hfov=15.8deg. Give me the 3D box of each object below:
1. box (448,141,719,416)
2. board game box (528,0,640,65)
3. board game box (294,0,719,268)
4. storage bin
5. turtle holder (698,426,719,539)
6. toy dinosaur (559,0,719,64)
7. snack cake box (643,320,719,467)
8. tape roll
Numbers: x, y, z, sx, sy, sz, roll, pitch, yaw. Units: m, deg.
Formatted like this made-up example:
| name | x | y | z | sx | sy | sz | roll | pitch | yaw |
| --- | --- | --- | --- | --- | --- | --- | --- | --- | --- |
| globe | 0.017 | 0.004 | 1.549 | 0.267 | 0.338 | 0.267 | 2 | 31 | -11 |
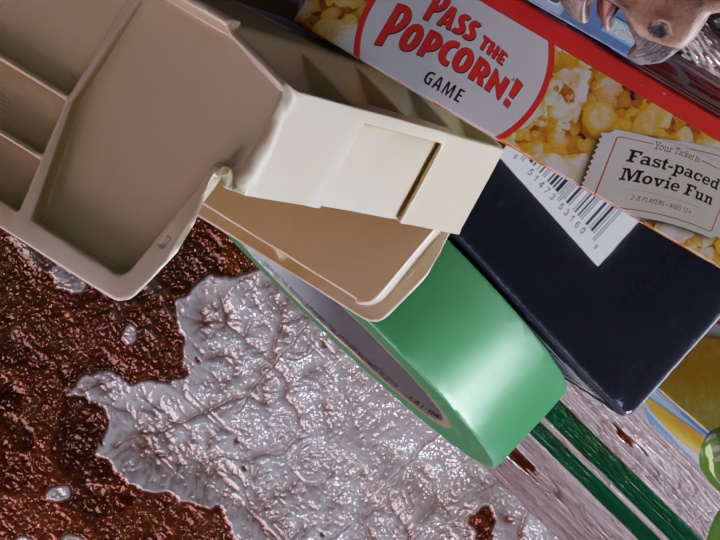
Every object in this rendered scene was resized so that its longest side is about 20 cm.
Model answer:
| name | x | y | z | sx | sy | sz | roll | pitch | yaw |
| --- | --- | --- | --- | --- | --- | --- | --- | --- | --- |
| box | 0.051 | -0.066 | 1.118 | 0.200 | 0.123 | 0.198 | 47 | 172 | -25 |
| board game box | 0.009 | -0.145 | 0.872 | 0.200 | 0.035 | 0.135 | 28 | -167 | -12 |
| board game box | 0.073 | -0.067 | 0.918 | 0.200 | 0.046 | 0.152 | 29 | -168 | -8 |
| storage bin | -0.078 | -0.064 | 0.890 | 0.198 | 0.094 | 0.200 | 32 | -171 | 22 |
| turtle holder | 0.224 | 0.136 | 1.167 | 0.132 | 0.141 | 0.186 | 42 | 130 | 29 |
| toy dinosaur | 0.062 | -0.160 | 0.652 | 0.135 | 0.086 | 0.200 | 30 | 153 | 20 |
| snack cake box | 0.236 | 0.103 | 1.329 | 0.200 | 0.067 | 0.115 | 41 | 173 | 21 |
| tape roll | 0.000 | 0.000 | 1.109 | 0.200 | 0.048 | 0.200 | 42 | 174 | 6 |
